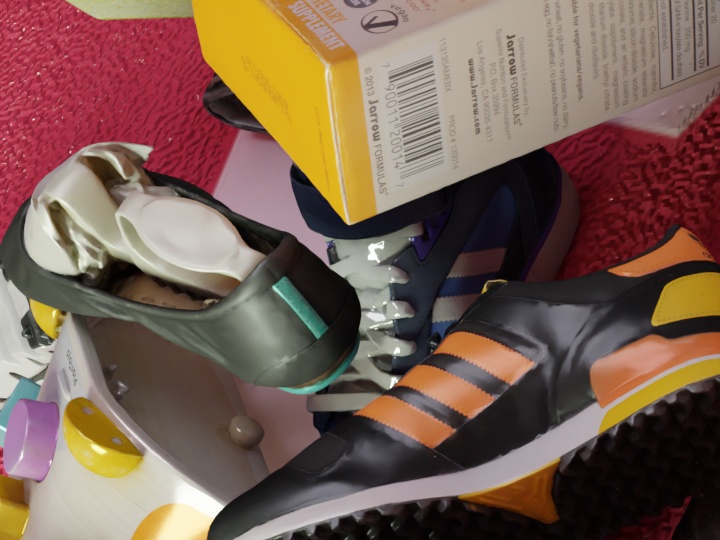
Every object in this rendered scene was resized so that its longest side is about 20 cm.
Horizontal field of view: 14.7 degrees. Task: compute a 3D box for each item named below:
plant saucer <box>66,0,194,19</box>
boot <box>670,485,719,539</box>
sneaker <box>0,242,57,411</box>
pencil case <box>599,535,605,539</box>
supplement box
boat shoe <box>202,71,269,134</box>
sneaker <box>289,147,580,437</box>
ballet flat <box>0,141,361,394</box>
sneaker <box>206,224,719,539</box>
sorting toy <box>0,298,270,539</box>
[{"bbox_3d":[-0.024,-0.144,1.205,0.200,0.048,0.200,-17,15,-38],"label":"plant saucer"},{"bbox_3d":[0.164,0.077,0.903,0.200,0.069,0.174,8,63,50],"label":"boot"},{"bbox_3d":[-0.141,0.023,1.252,0.200,0.090,0.067,-35,72,51],"label":"sneaker"},{"bbox_3d":[0.028,0.115,0.990,0.200,0.078,0.087,-50,15,-3],"label":"pencil case"},{"bbox_3d":[0.052,-0.110,1.008,0.200,0.074,0.126,-23,41,-17],"label":"supplement box"},{"bbox_3d":[-0.002,-0.076,1.214,0.200,0.072,0.071,13,74,61],"label":"boat shoe"},{"bbox_3d":[0.000,0.000,1.065,0.081,0.146,0.200,2,58,45],"label":"sneaker"},{"bbox_3d":[-0.078,-0.013,1.047,0.200,0.068,0.068,18,63,43],"label":"ballet flat"},{"bbox_3d":[0.039,0.051,0.936,0.200,0.070,0.090,-22,50,12],"label":"sneaker"},{"bbox_3d":[-0.115,0.116,1.122,0.180,0.107,0.200,-59,26,18],"label":"sorting toy"}]
